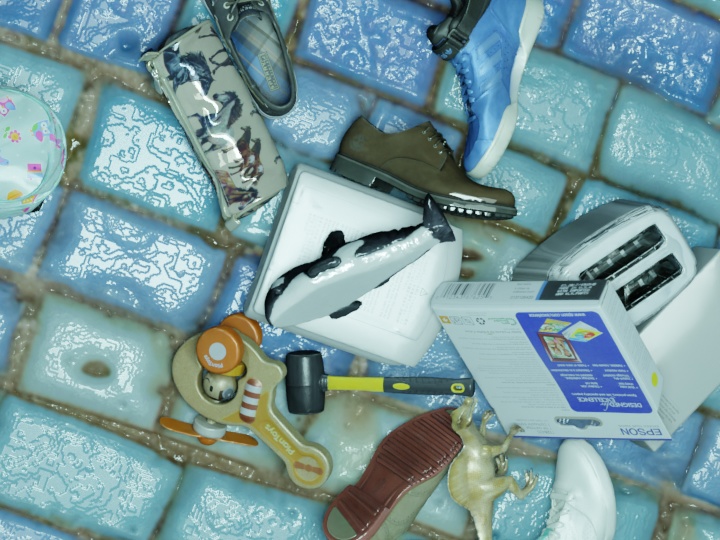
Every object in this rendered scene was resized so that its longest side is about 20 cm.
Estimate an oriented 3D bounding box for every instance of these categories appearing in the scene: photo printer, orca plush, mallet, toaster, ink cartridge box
[{"bbox_3d":[0.000,0.000,1.768,0.199,0.069,0.167,19,90,-11],"label":"photo printer"},{"bbox_3d":[-0.012,-0.020,1.692,0.200,0.105,0.071,-36,58,17],"label":"orca plush"},{"bbox_3d":[0.017,0.125,1.756,0.199,0.041,0.066,8,99,16],"label":"mallet"},{"bbox_3d":[0.260,0.000,1.784,0.200,0.129,0.114,-32,98,-7],"label":"toaster"},{"bbox_3d":[0.196,0.090,1.736,0.200,0.197,0.047,56,47,-36],"label":"ink cartridge box"}]

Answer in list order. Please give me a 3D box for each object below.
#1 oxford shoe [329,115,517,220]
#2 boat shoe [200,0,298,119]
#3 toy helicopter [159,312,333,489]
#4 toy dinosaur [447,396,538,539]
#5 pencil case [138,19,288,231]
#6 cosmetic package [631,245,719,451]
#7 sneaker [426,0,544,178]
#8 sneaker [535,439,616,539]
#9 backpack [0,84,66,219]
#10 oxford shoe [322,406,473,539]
[{"bbox_3d":[0.070,-0.105,1.741,0.199,0.073,0.085,22,92,15],"label":"oxford shoe"},{"bbox_3d":[-0.114,-0.247,1.738,0.070,0.066,0.201,-20,96,-9],"label":"boat shoe"},{"bbox_3d":[-0.112,0.149,1.749,0.200,0.079,0.132,45,108,2],"label":"toy helicopter"},{"bbox_3d":[0.129,0.219,1.786,0.101,0.058,0.201,-17,100,-39],"label":"toy dinosaur"},{"bbox_3d":[-0.144,-0.144,1.731,0.089,0.078,0.201,-30,98,-25],"label":"pencil case"},{"bbox_3d":[0.332,0.080,1.823,0.200,0.085,0.108,-44,99,-6],"label":"cosmetic package"},{"bbox_3d":[0.109,-0.202,1.772,0.111,0.077,0.201,18,85,-16],"label":"sneaker"},{"bbox_3d":[0.215,0.276,1.810,0.088,0.075,0.201,-6,95,-22],"label":"sneaker"},{"bbox_3d":[-0.385,-0.114,1.668,0.199,0.127,0.168,8,88,-13],"label":"backpack"},{"bbox_3d":[0.042,0.223,1.799,0.200,0.070,0.075,-40,143,-16],"label":"oxford shoe"}]
